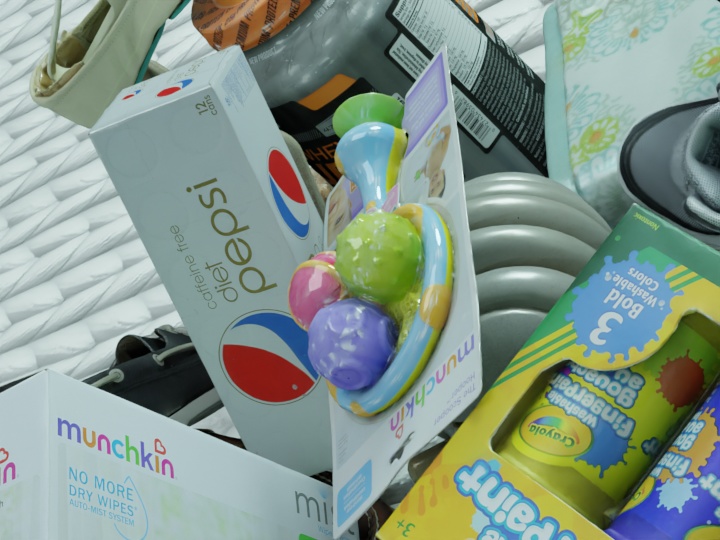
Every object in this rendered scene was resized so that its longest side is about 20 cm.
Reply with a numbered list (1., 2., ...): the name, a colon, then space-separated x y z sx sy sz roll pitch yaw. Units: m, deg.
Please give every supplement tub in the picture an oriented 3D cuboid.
1. supplement tub: 0.012 -0.102 1.036 0.122 0.200 0.123 -34 32 25

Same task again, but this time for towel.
1. towel: 0.172 -0.122 1.001 0.171 0.048 0.200 -32 34 28

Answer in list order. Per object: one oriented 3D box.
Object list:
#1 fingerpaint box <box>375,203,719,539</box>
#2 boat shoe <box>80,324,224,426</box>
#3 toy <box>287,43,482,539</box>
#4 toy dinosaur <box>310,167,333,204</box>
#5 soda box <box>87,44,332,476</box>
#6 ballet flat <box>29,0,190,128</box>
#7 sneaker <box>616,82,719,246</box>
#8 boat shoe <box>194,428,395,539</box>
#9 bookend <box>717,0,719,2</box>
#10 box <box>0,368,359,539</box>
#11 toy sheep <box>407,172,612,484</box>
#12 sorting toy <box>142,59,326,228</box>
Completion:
1. fingerpaint box: 0.133 0.095 0.713 0.200 0.073 0.167 35 85 39
2. boat shoe: -0.105 0.060 0.991 0.074 0.060 0.200 -38 0 36
3. toy: 0.000 0.000 0.839 0.115 0.047 0.200 -50 27 40
4. toy dinosaur: -0.010 -0.107 1.196 0.135 0.086 0.200 -36 26 34
5. soda box: -0.051 0.000 0.928 0.068 0.200 0.064 -19 19 17
6. ballet flat: -0.118 -0.148 1.002 0.200 0.069 0.070 -53 22 40
7. sneaker: 0.164 -0.049 0.835 0.200 0.114 0.076 17 92 51
8. boat shoe: -0.052 0.125 0.993 0.200 0.070 0.071 6 59 54
9. bookend: 0.215 -0.203 0.902 0.092 0.200 0.199 38 98 25
10. box: -0.092 0.163 0.828 0.097 0.200 0.177 -25 53 32
11. toy sheep: 0.065 0.026 0.891 0.138 0.138 0.200 -37 28 20
12. sorting toy: -0.050 -0.020 1.055 0.036 0.186 0.200 -31 27 -17
